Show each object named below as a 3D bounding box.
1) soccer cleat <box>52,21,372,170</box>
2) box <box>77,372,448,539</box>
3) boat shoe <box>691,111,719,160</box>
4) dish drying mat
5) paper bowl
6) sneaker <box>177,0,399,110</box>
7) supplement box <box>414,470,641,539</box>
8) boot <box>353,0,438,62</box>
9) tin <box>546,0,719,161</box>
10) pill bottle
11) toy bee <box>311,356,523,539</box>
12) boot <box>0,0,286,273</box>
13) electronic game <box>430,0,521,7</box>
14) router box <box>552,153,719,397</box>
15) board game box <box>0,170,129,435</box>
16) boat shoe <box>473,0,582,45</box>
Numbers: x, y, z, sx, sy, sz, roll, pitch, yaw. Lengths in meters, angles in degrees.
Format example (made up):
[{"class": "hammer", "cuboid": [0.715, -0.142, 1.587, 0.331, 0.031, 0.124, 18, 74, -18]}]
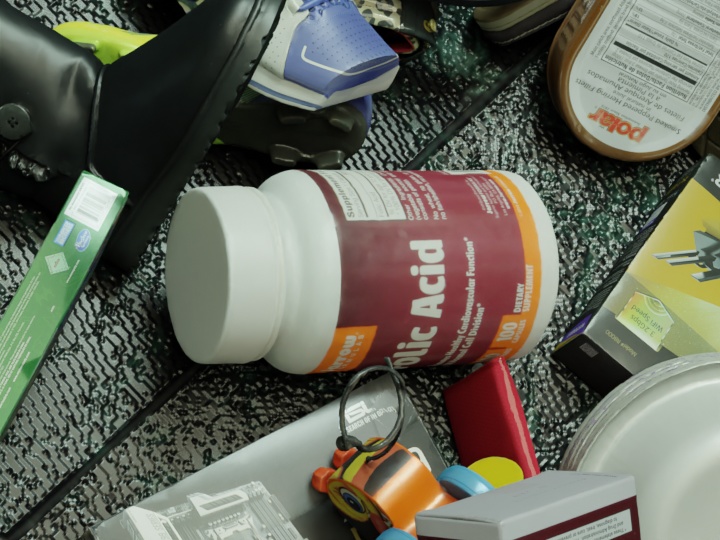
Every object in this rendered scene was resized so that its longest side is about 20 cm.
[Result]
[{"class": "soccer cleat", "cuboid": [-0.091, -0.113, 1.058, 0.200, 0.065, 0.084, 12, 40, -9]}, {"class": "box", "cuboid": [-0.031, 0.169, 0.979, 0.200, 0.050, 0.158, -25, 82, -23]}, {"class": "boat shoe", "cuboid": [0.284, -0.079, 1.158, 0.200, 0.072, 0.068, 42, 32, 8]}, {"class": "dish drying mat", "cuboid": [0.092, 0.154, 1.009, 0.018, 0.077, 0.200, -8, 75, -25]}, {"class": "paper bowl", "cuboid": [0.212, 0.148, 0.999, 0.201, 0.104, 0.201, 0, 91, -2]}, {"class": "sneaker", "cuboid": [-0.059, -0.188, 1.017, 0.199, 0.115, 0.081, 42, 43, 23]}, {"class": "supplement box", "cuboid": [0.093, 0.208, 0.880, 0.109, 0.061, 0.200, -9, 94, -44]}, {"class": "boot", "cuboid": [0.056, -0.202, 1.115, 0.203, 0.073, 0.154, 7, 70, -6]}, {"class": "tin", "cuboid": [0.194, -0.159, 1.095, 0.112, 0.042, 0.200, 26, 111, -10]}, {"class": "pill bottle", "cuboid": [0.000, 0.000, 0.996, 0.200, 0.114, 0.114, -2, 73, -27]}, {"class": "toy bee", "cuboid": [0.030, 0.127, 0.941, 0.131, 0.109, 0.200, -20, 105, -30]}, {"class": "boot", "cuboid": [-0.154, -0.111, 0.968, 0.168, 0.200, 0.076, 31, 29, -8]}, {"class": "electronic game", "cuboid": [0.062, -0.253, 1.072, 0.200, 0.042, 0.200, 3, 73, -9]}, {"class": "router box", "cuboid": [0.244, 0.050, 1.103, 0.200, 0.052, 0.157, 39, 66, -2]}, {"class": "board game box", "cuboid": [-0.186, 0.058, 0.921, 0.029, 0.135, 0.200, 28, 66, -8]}, {"class": "boat shoe", "cuboid": [0.167, -0.191, 1.150, 0.200, 0.072, 0.065, -32, 116, -16]}]
